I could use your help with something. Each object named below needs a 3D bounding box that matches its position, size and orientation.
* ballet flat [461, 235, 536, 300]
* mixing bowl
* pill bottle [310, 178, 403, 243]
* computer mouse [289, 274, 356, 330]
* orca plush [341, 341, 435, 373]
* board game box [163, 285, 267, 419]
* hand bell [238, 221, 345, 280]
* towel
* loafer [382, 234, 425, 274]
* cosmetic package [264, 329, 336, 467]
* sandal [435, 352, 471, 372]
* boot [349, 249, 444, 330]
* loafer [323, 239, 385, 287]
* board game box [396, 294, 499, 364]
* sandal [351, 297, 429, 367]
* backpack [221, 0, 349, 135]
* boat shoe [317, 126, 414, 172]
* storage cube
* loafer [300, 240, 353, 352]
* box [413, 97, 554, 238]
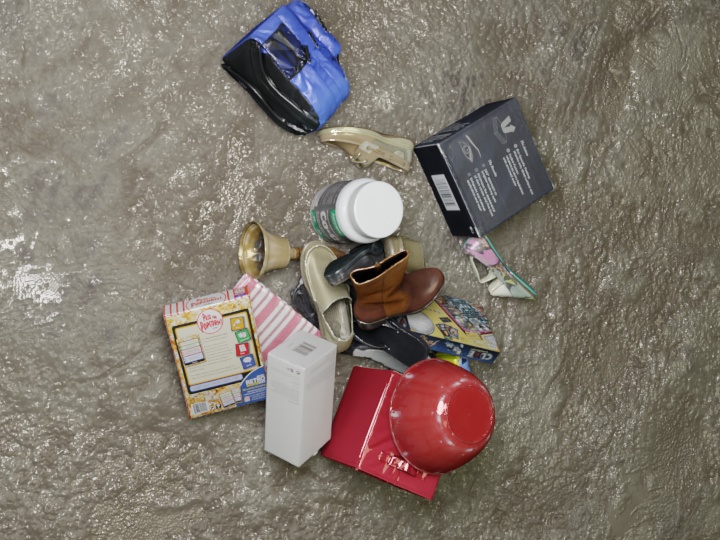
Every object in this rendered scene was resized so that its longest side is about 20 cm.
[{"bbox_3d":[0.269,0.005,1.850,0.071,0.069,0.200,-44,115,4],"label":"ballet flat"},{"bbox_3d":[0.158,0.248,1.597,0.197,0.108,0.205,6,78,-27],"label":"mixing bowl"},{"bbox_3d":[-0.007,-0.105,1.652,0.111,0.199,0.116,0,91,-23],"label":"pill bottle"},{"bbox_3d":[-0.044,0.016,1.718,0.200,0.046,0.141,-44,125,-7],"label":"computer mouse"},{"bbox_3d":[0.053,0.147,1.779,0.196,0.072,0.106,2,136,-13],"label":"orca plush"},{"bbox_3d":[-0.244,0.142,1.598,0.148,0.046,0.204,-12,113,-8],"label":"board game box"},{"bbox_3d":[-0.112,-0.029,1.684,0.197,0.103,0.107,3,91,-35],"label":"hand bell"},{"bbox_3d":[-0.172,0.111,1.652,0.199,0.030,0.146,39,105,-23],"label":"towel"},{"bbox_3d":[0.082,-0.030,1.698,0.066,0.200,0.078,-9,85,8],"label":"loafer"},{"bbox_3d":[-0.105,0.225,1.629,0.107,0.084,0.204,-31,134,-53],"label":"cosmetic package"},{"bbox_3d":[0.196,0.226,1.827,0.086,0.079,0.204,-9,103,-27],"label":"sandal"},{"bbox_3d":[0.066,0.010,1.584,0.185,0.201,0.069,-20,64,-9],"label":"boot"},{"bbox_3d":[0.000,0.000,1.615,0.199,0.072,0.074,-31,101,-61],"label":"loafer"},{"bbox_3d":[0.160,0.101,1.774,0.197,0.137,0.035,15,126,-23],"label":"board game box"},{"bbox_3d":[0.032,0.111,1.675,0.197,0.043,0.077,24,112,12],"label":"sandal"},{"bbox_3d":[-0.110,-0.350,1.619,0.168,0.162,0.201,-46,107,-18],"label":"backpack"},{"bbox_3d":[0.011,-0.224,1.727,0.197,0.072,0.066,8,88,-29],"label":"boat shoe"},{"bbox_3d":[0.058,0.294,1.702,0.169,0.199,0.183,27,76,-21],"label":"storage cube"},{"bbox_3d":[-0.049,0.043,1.634,0.074,0.068,0.204,-18,91,-23],"label":"loafer"},{"bbox_3d":[0.239,-0.198,1.799,0.198,0.117,0.199,-31,104,-18],"label":"box"}]
